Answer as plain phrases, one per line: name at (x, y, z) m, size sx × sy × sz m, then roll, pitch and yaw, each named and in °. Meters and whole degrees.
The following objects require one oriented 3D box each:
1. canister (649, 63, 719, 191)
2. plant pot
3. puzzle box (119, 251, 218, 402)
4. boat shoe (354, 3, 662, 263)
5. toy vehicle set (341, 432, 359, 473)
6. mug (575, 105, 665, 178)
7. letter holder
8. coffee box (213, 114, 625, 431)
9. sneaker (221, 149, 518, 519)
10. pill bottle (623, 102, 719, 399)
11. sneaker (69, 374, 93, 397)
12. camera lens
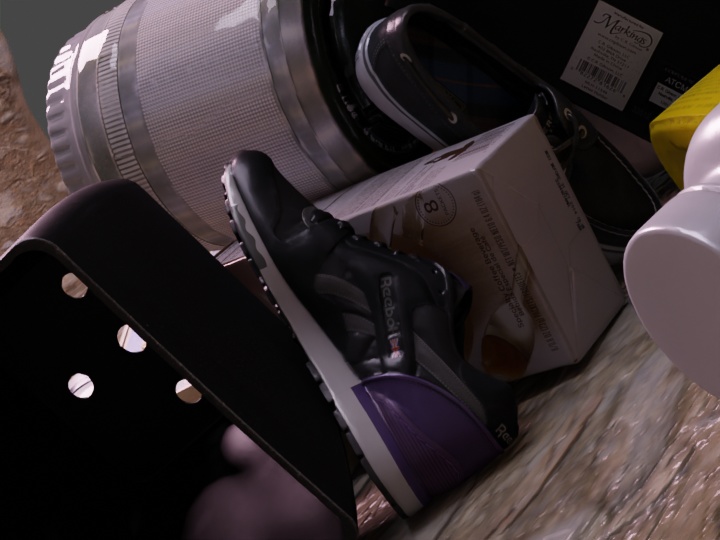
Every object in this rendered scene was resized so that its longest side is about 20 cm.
canister at (0.248, -0.103, 0.897) m, size 0.199 × 0.087 × 0.148 m, roll -39°, pitch 8°, yaw -6°
plant pot at (-0.126, 0.073, 0.905) m, size 0.199 × 0.200 × 0.178 m, roll -41°, pitch 15°, yaw 22°
puzzle box at (-0.097, 0.019, 1.186) m, size 0.132 × 0.025 × 0.201 m, roll -27°, pitch 32°, yaw 29°
boat shoe at (0.086, -0.072, 1.002) m, size 0.069 × 0.199 × 0.057 m, roll -61°, pitch 11°, yaw -23°
toy vehicle set at (-0.063, 0.138, 1.035) m, size 0.124 × 0.027 × 0.200 m, roll -33°, pitch 9°, yaw 22°
mug at (0.167, -0.145, 1.190) m, size 0.174 × 0.148 × 0.201 m, roll -9°, pitch 38°, yaw 49°
letter holder at (0.137, -0.168, 1.049) m, size 0.101 × 0.199 × 0.142 m, roll -66°, pitch -6°, yaw 32°
coffee box at (0.023, 0.010, 0.994) m, size 0.199 × 0.115 × 0.080 m, roll -20°, pitch 14°, yaw 36°
sneaker at (0.008, 0.015, 0.917) m, size 0.087 × 0.201 × 0.076 m, roll -32°, pitch -17°, yaw 2°
pill bottle at (0.192, -0.041, 0.701) m, size 0.200 × 0.111 × 0.111 m, roll -41°, pitch 10°, yaw -23°
sneaker at (-0.111, 0.074, 1.232) m, size 0.199 × 0.077 × 0.081 m, roll -32°, pitch 15°, yaw 9°
camera lens at (-0.064, -0.102, 1.099) m, size 0.198 × 0.161 × 0.160 m, roll -16°, pitch 18°, yaw 30°
